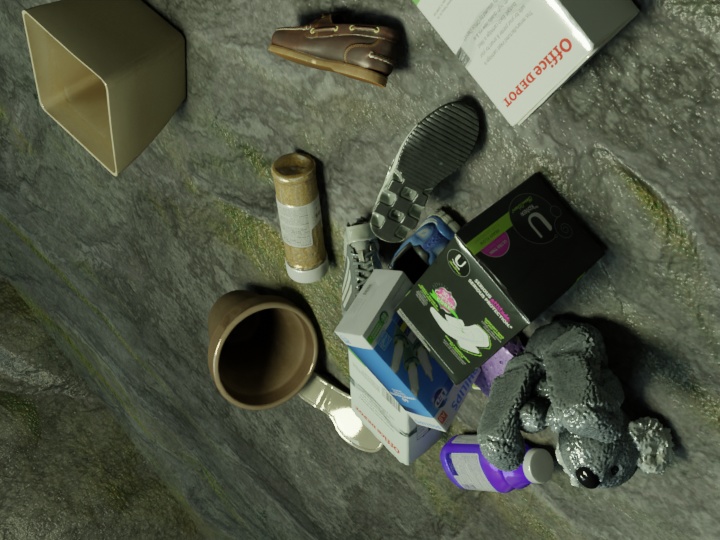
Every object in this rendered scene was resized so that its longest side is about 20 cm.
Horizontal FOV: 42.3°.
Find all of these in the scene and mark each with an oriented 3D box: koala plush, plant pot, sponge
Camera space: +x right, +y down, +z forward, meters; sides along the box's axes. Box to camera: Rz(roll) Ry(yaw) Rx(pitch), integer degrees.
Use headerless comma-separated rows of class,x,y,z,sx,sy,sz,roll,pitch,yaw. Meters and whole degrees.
koala plush,0.266,0.180,1.101,0.176,0.185,0.200,-27,117,37
plant pot,-0.196,0.118,1.652,0.174,0.198,0.203,38,151,54
plant pot,-0.379,-0.311,1.448,0.199,0.176,0.201,40,148,19
sponge,0.165,0.107,1.239,0.200,0.030,0.112,46,148,11

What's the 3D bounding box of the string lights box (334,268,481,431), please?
string lights box,0.064,0.103,1.190,0.058,0.103,0.200,4,143,50

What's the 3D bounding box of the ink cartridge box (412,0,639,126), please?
ink cartridge box,0.140,-0.261,0.871,0.201,0.084,0.146,52,150,2

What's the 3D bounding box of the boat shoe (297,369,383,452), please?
boat shoe,-0.029,0.248,1.678,0.199,0.073,0.063,37,-170,16

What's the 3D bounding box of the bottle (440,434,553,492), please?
bottle,0.200,0.283,1.366,0.084,0.065,0.199,58,150,-10

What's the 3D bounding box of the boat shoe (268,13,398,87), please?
boat shoe,-0.032,-0.274,1.125,0.198,0.070,0.072,22,101,37

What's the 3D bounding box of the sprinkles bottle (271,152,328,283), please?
sprinkles bottle,-0.090,-0.076,1.396,0.068,0.068,0.202,30,143,33

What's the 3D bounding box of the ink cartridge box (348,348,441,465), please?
ink cartridge box,0.054,0.178,1.429,0.146,0.082,0.202,41,149,34

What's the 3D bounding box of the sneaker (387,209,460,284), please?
sneaker,0.066,-0.002,1.235,0.079,0.089,0.201,46,151,12

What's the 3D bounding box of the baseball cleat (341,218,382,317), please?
baseball cleat,0.000,0.000,1.267,0.201,0.068,0.108,-103,5,-56

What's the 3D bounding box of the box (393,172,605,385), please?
box,0.154,0.014,1.070,0.125,0.148,0.200,49,150,8

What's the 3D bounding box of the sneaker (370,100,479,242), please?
sneaker,0.074,-0.133,1.112,0.073,0.089,0.201,30,126,-11

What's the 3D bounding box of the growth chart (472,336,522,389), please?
growth chart,0.166,0.120,1.293,0.198,0.018,0.147,13,132,48
